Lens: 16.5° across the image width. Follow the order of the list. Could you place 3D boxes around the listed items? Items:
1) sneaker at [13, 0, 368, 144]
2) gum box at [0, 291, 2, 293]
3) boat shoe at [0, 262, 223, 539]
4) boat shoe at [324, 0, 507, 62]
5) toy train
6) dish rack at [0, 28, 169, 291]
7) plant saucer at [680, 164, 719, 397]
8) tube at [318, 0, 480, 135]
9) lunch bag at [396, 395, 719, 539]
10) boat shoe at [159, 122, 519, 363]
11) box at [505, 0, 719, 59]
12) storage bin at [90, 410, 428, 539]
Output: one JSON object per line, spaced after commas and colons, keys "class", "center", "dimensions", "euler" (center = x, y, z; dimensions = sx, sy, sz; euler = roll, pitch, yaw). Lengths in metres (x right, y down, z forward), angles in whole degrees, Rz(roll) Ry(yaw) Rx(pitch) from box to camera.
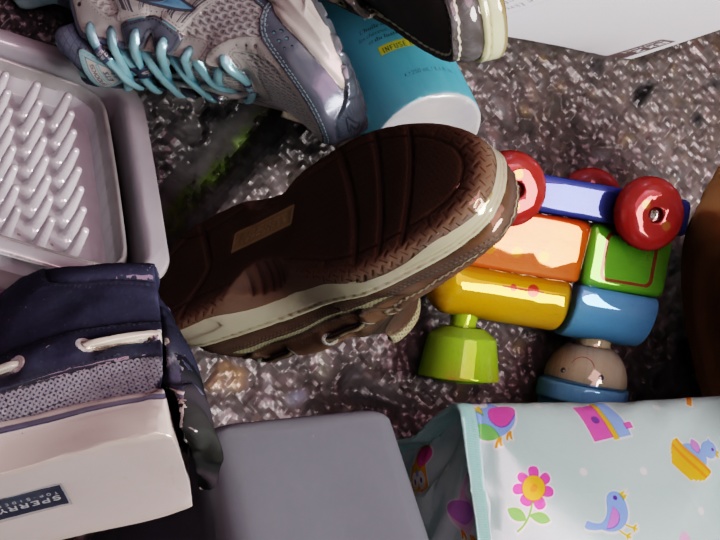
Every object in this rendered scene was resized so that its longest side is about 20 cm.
{"class": "sneaker", "center": [-0.078, -0.100, 1.065], "dimensions": [0.086, 0.078, 0.200], "euler": [-42, 56, -15]}
{"class": "gum box", "center": [-0.229, 0.043, 0.995], "dimensions": [0.199, 0.066, 0.114], "euler": [15, 72, -23]}
{"class": "boat shoe", "center": [-0.153, 0.058, 0.947], "dimensions": [0.198, 0.075, 0.093], "euler": [-10, 50, -1]}
{"class": "boat shoe", "center": [-0.012, -0.143, 1.061], "dimensions": [0.066, 0.072, 0.201], "euler": [-24, 48, -21]}
{"class": "toy train", "center": [0.047, 0.000, 1.143], "dimensions": [0.199, 0.085, 0.117], "euler": [9, 92, -19]}
{"class": "dish rack", "center": [-0.181, -0.051, 1.016], "dimensions": [0.199, 0.044, 0.172], "euler": [16, 31, -22]}
{"class": "plant saucer", "center": [0.192, 0.044, 1.135], "dimensions": [0.037, 0.200, 0.202], "euler": [-15, 85, -11]}
{"class": "tube", "center": [-0.006, -0.132, 1.124], "dimensions": [0.077, 0.051, 0.201], "euler": [-2, 49, -31]}
{"class": "lunch bag", "center": [0.103, 0.164, 1.104], "dimensions": [0.169, 0.122, 0.201], "euler": [-1, 74, -27]}
{"class": "boat shoe", "center": [0.001, -0.006, 1.049], "dimensions": [0.075, 0.202, 0.075], "euler": [32, 59, -33]}
{"class": "box", "center": [0.149, -0.191, 1.122], "dimensions": [0.199, 0.198, 0.132], "euler": [2, 75, -56]}
{"class": "storage bin", "center": [-0.030, 0.144, 1.009], "dimensions": [0.145, 0.200, 0.135], "euler": [-4, 71, -27]}
